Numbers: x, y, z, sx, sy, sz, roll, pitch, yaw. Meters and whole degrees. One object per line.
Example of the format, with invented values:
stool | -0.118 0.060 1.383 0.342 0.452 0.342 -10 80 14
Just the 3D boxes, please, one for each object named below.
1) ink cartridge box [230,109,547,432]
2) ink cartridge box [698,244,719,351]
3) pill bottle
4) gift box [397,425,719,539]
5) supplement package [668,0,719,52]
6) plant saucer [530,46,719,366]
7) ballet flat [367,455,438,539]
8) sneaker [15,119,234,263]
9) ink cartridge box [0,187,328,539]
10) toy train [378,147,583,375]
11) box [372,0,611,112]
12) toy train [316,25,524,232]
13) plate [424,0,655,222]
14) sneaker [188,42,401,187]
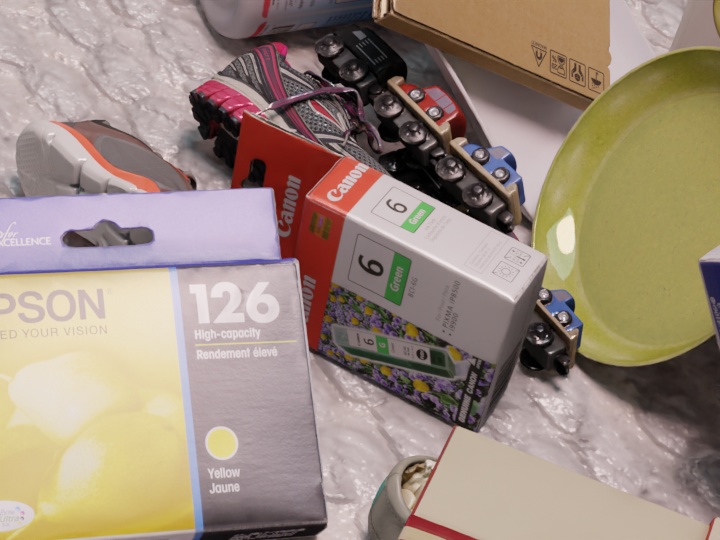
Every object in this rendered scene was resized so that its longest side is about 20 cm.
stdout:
ink cartridge box | 0.000 0.000 1.096 0.199 0.110 0.050 27 44 14
ink cartridge box | 0.281 0.046 1.072 0.199 0.201 0.040 -27 19 -35
pill bottle | -0.012 -0.227 1.331 0.198 0.109 0.109 -11 48 -26
gift box | 0.095 0.190 0.868 0.185 0.185 0.201 21 49 11
supplement package | 0.297 -0.096 1.211 0.145 0.192 0.201 -1 45 -16
plant saucer | 0.186 -0.035 1.145 0.031 0.200 0.201 25 32 -38
ballet flat | 0.103 0.141 1.009 0.198 0.064 0.068 11 43 -3
sneaker | -0.116 -0.036 1.133 0.200 0.078 0.082 41 42 25
ink cartridge box | -0.123 0.047 1.009 0.195 0.047 0.202 -3 73 -16
toy train | 0.076 -0.010 1.178 0.045 0.034 0.200 -23 53 -22
box | 0.090 -0.206 1.234 0.199 0.021 0.165 17 67 -39
toy train | 0.040 -0.091 1.191 0.046 0.034 0.200 -31 54 -15
plate | 0.109 -0.157 1.276 0.200 0.032 0.201 -44 109 -42
sneaker | -0.017 -0.074 1.179 0.075 0.081 0.200 -41 64 -20
